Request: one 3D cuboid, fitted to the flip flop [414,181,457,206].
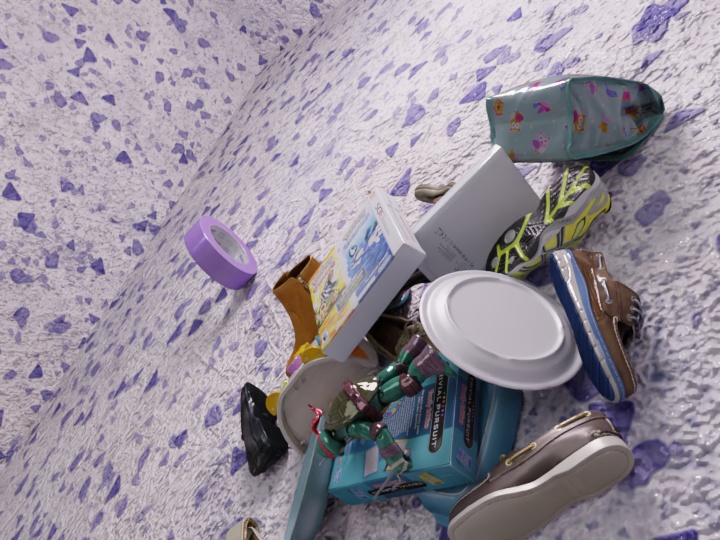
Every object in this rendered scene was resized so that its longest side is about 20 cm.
[{"bbox_3d":[0.153,-0.113,0.971,0.199,0.080,0.059,19,87,61],"label":"flip flop"}]

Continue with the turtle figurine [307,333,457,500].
[{"bbox_3d":[0.016,0.164,0.639,0.200,0.101,0.150,-45,26,0],"label":"turtle figurine"}]

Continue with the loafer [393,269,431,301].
[{"bbox_3d":[0.061,0.000,0.893,0.196,0.063,0.073,-22,64,1],"label":"loafer"}]

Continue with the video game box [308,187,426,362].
[{"bbox_3d":[0.000,0.000,0.831,0.201,0.046,0.183,-53,25,19],"label":"video game box"}]

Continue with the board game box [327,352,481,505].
[{"bbox_3d":[0.055,0.194,0.695,0.198,0.047,0.153,-29,34,39],"label":"board game box"}]

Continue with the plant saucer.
[{"bbox_3d":[-0.065,0.296,0.763,0.201,0.038,0.205,-163,89,-87],"label":"plant saucer"}]

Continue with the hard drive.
[{"bbox_3d":[0.165,-0.065,0.831,0.200,0.132,0.026,-45,28,8],"label":"hard drive"}]

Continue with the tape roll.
[{"bbox_3d":[-0.361,-0.046,1.466,0.065,0.200,0.201,-41,30,10],"label":"tape roll"}]

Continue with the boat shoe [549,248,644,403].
[{"bbox_3d":[0.267,0.046,0.616,0.071,0.073,0.203,-12,47,9],"label":"boat shoe"}]

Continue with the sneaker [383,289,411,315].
[{"bbox_3d":[0.028,-0.002,0.983,0.079,0.095,0.202,-34,34,23],"label":"sneaker"}]

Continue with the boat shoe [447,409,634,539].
[{"bbox_3d":[0.171,0.211,0.568,0.199,0.072,0.060,-37,25,15],"label":"boat shoe"}]

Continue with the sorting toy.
[{"bbox_3d":[-0.068,0.156,0.922,0.201,0.106,0.181,-51,11,18],"label":"sorting toy"}]

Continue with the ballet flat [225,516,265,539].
[{"bbox_3d":[-0.146,0.419,0.773,0.070,0.069,0.200,-48,29,0],"label":"ballet flat"}]

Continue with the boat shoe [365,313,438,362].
[{"bbox_3d":[0.059,0.108,0.846,0.199,0.063,0.074,9,62,57],"label":"boat shoe"}]

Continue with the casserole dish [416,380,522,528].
[{"bbox_3d":[0.124,0.200,0.677,0.120,0.039,0.203,-12,45,48],"label":"casserole dish"}]

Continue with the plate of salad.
[{"bbox_3d":[0.164,0.070,0.668,0.202,0.195,0.049,-94,11,-51],"label":"plate of salad"}]

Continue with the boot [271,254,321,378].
[{"bbox_3d":[-0.115,0.082,1.034,0.202,0.144,0.071,-52,29,-5],"label":"boot"}]

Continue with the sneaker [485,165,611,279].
[{"bbox_3d":[0.250,-0.041,0.751,0.200,0.076,0.076,-47,29,28],"label":"sneaker"}]

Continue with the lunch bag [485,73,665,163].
[{"bbox_3d":[0.307,-0.217,0.811,0.197,0.125,0.169,-14,14,-27],"label":"lunch bag"}]

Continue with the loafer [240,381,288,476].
[{"bbox_3d":[-0.188,0.272,0.993,0.073,0.072,0.200,-50,28,6],"label":"loafer"}]
